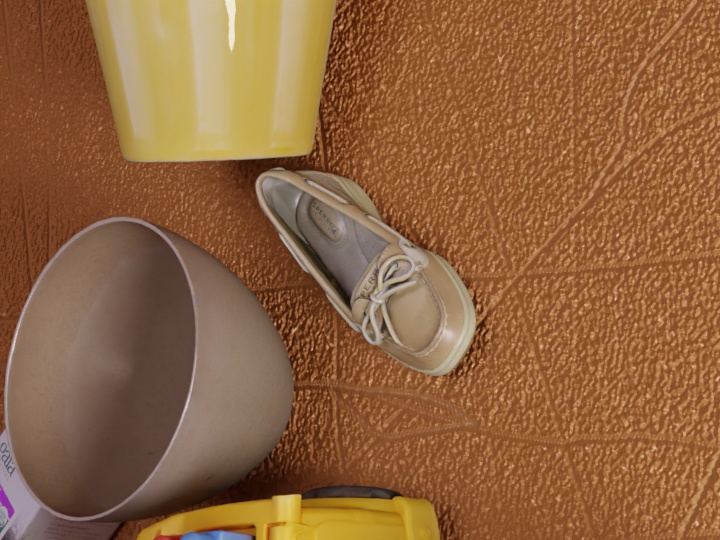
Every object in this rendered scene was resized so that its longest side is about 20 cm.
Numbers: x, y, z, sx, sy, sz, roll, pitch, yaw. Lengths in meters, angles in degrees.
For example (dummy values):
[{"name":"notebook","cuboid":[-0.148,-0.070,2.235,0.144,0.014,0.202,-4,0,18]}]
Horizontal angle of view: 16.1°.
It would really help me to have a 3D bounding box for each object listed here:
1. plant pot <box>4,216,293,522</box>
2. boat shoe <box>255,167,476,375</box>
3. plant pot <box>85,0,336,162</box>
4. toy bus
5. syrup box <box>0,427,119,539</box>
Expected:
[{"name":"plant pot","cuboid":[-0.123,0.075,1.692,0.200,0.134,0.200,-16,68,44]},{"name":"boat shoe","cuboid":[0.001,-0.002,1.634,0.073,0.063,0.201,-57,45,19]},{"name":"plant pot","cuboid":[-0.098,-0.169,1.710,0.201,0.201,0.189,2,96,47]},{"name":"toy bus","cuboid":[-0.077,0.200,1.566,0.200,0.192,0.136,-14,70,46]},{"name":"syrup box","cuboid":[-0.255,0.208,1.834,0.200,0.081,0.079,-56,46,22]}]
